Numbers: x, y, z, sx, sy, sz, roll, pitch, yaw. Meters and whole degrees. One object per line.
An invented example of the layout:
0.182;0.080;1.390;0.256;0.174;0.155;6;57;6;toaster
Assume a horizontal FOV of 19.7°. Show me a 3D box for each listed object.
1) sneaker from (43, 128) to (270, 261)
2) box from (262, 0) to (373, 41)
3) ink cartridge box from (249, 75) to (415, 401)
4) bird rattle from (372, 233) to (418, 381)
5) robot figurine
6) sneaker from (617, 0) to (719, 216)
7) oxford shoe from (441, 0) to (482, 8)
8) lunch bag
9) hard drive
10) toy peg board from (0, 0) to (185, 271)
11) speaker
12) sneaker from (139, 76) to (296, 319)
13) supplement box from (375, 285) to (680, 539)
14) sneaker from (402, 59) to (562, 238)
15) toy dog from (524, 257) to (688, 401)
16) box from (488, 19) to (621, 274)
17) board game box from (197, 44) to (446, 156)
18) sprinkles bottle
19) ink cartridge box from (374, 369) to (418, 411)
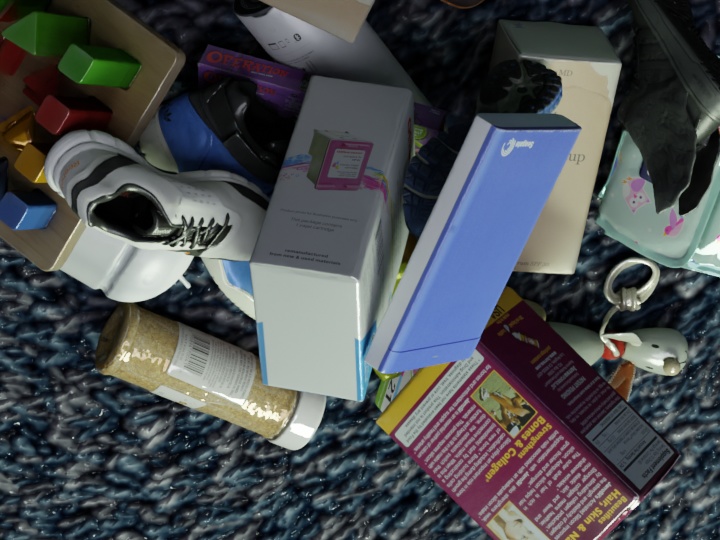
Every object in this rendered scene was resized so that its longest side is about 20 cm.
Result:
-0.138;-0.037;1.531;0.200;0.080;0.074;15;116;-34;sneaker
-0.072;-0.263;1.547;0.200;0.095;0.078;25;140;-4;box
-0.017;-0.027;1.563;0.084;0.200;0.145;9;139;10;ink cartridge box
0.000;0.000;1.737;0.163;0.200;0.113;-14;125;-50;bird rattle
-0.212;-0.049;1.665;0.200;0.170;0.113;31;73;-9;robot figurine
0.240;-0.150;1.685;0.060;0.200;0.104;7;136;-46;sneaker
0.038;-0.271;1.626;0.071;0.073;0.200;-40;120;12;oxford shoe
0.314;-0.085;1.769;0.199;0.122;0.171;14;121;-1;lunch bag
0.083;-0.021;1.523;0.132;0.025;0.200;-7;126;-57;hard drive
-0.273;-0.135;1.553;0.200;0.098;0.199;37;104;16;toy peg board
-0.014;-0.161;1.676;0.081;0.081;0.200;-35;120;10;speaker
-0.079;-0.057;1.627;0.111;0.077;0.200;-24;105;22;sneaker
0.135;0.134;1.679;0.200;0.103;0.131;45;123;8;supplement box
0.099;-0.075;1.614;0.077;0.200;0.085;24;139;24;sneaker
0.199;0.082;1.854;0.199;0.096;0.132;-18;122;-1;toy dog
0.148;-0.103;1.745;0.095;0.078;0.200;2;119;-11;box
-0.034;-0.106;1.665;0.199;0.032;0.120;17;145;8;board game box
-0.129;0.092;1.808;0.200;0.068;0.068;24;113;-23;sprinkles bottle
0.107;0.109;1.784;0.076;0.200;0.148;-1;122;-31;ink cartridge box
